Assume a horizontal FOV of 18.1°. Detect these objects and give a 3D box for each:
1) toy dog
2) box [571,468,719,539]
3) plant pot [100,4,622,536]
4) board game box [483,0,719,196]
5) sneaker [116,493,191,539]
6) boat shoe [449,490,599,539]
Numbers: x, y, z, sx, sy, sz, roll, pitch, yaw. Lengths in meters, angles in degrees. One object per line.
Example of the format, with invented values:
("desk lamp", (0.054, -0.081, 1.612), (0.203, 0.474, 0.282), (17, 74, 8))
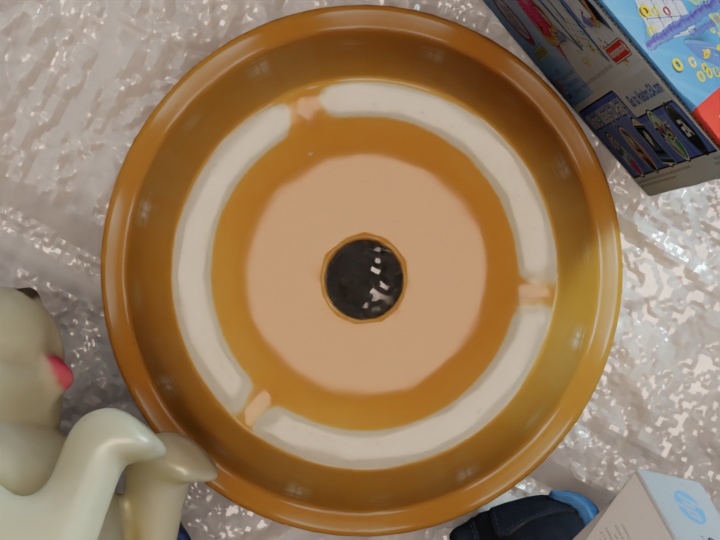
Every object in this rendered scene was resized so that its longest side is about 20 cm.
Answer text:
("toy dog", (-0.136, 0.097, 0.763), (0.193, 0.139, 0.202), (-17, 79, 23))
("box", (0.075, 0.192, 0.768), (0.200, 0.041, 0.156), (-49, 48, 25))
("plant pot", (0.000, 0.000, 0.799), (0.198, 0.183, 0.202), (0, 90, 0))
("board game box", (0.073, -0.121, 0.791), (0.056, 0.200, 0.196), (-40, 91, -1))
("sneaker", (-0.147, 0.158, 0.839), (0.199, 0.088, 0.076), (-29, 119, 5))
("boat shoe", (0.076, 0.188, 0.862), (0.068, 0.084, 0.202), (-10, 74, 7))
